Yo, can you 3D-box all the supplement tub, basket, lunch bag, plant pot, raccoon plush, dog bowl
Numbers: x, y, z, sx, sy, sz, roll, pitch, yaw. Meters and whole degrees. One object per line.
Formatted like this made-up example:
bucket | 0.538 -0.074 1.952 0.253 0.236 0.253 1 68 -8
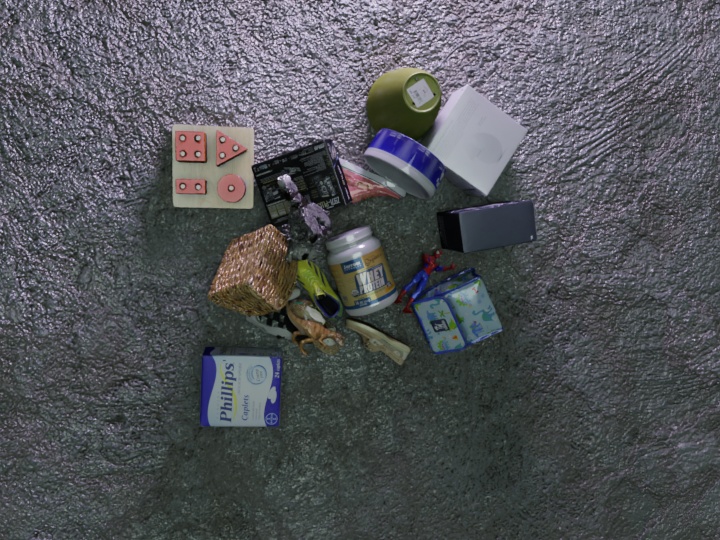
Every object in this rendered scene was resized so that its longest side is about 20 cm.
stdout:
supplement tub | 0.000 0.000 1.497 0.144 0.145 0.201 -22 100 -7
basket | -0.252 0.013 1.442 0.148 0.201 0.143 -17 135 33
lunch bag | 0.254 0.114 1.573 0.199 0.127 0.171 -24 103 7
plant pot | 0.124 -0.416 1.444 0.186 0.200 0.189 -1 97 -10
raccoon plush | -0.157 -0.116 1.404 0.134 0.097 0.201 -31 87 35
dog bowl | 0.109 -0.262 1.459 0.199 0.200 0.079 32 87 -12

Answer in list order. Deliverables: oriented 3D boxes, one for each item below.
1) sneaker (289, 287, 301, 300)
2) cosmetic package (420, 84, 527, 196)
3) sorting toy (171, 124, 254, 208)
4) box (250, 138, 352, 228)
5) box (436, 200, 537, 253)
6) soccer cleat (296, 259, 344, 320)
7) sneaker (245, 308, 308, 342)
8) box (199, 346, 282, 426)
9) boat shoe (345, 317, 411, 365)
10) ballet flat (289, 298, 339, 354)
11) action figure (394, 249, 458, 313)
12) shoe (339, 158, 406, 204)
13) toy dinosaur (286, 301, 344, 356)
sneaker | -0.250 0.043 1.498 0.199 0.070 0.081 1 93 -10
cosmetic package | 0.280 -0.330 1.520 0.199 0.123 0.200 33 90 -13
sorting toy | -0.361 -0.254 1.443 0.197 0.070 0.201 0 96 -10
box | -0.142 -0.213 1.447 0.199 0.086 0.165 -17 99 14
box | 0.323 -0.116 1.523 0.199 0.182 0.105 -10 98 -9
soccer cleat | -0.111 0.042 1.499 0.065 0.084 0.200 -39 84 4
sneaker | -0.205 0.137 1.522 0.199 0.088 0.075 31 59 -33
box | -0.303 0.295 1.499 0.199 0.105 0.185 2 95 -10
boat shoe | 0.040 0.189 1.566 0.199 0.072 0.065 29 90 -17
ballet flat | -0.105 0.148 1.511 0.200 0.065 0.071 47 53 -29
action figure | 0.176 0.017 1.535 0.065 0.099 0.200 46 61 -21
shoe | 0.013 -0.207 1.517 0.199 0.071 0.091 24 94 -7
toy dinosaur | -0.133 0.145 1.458 0.199 0.060 0.106 29 104 -28
